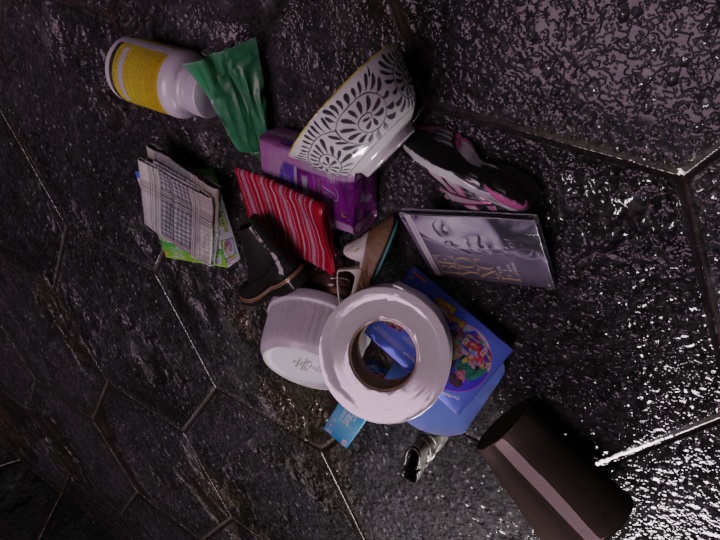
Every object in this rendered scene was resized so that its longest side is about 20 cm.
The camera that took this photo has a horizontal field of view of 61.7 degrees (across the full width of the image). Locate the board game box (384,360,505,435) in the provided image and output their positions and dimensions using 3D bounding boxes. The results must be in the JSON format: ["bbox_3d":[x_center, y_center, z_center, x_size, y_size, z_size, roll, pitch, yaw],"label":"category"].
[{"bbox_3d":[0.139,0.168,0.994,0.157,0.039,0.202,33,99,9],"label":"board game box"}]

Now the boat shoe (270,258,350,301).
[{"bbox_3d":[-0.093,0.029,1.107,0.198,0.070,0.072,-16,70,39],"label":"boat shoe"}]

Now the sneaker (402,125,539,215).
[{"bbox_3d":[0.136,-0.116,0.822,0.199,0.080,0.087,37,145,20],"label":"sneaker"}]

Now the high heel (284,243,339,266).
[{"bbox_3d":[-0.112,-0.022,1.101,0.197,0.068,0.097,9,147,32],"label":"high heel"}]

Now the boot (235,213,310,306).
[{"bbox_3d":[-0.182,-0.020,1.047,0.199,0.078,0.139,-21,112,48],"label":"boot"}]

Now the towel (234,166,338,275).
[{"bbox_3d":[-0.120,-0.080,0.978,0.198,0.022,0.146,26,143,30],"label":"towel"}]

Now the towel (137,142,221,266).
[{"bbox_3d":[-0.351,-0.122,1.164,0.191,0.034,0.202,32,132,17],"label":"towel"}]

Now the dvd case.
[{"bbox_3d":[0.166,-0.031,0.851,0.198,0.016,0.149,8,148,34],"label":"dvd case"}]

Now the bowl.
[{"bbox_3d":[0.008,-0.186,0.787,0.094,0.201,0.200,46,136,-4],"label":"bowl"}]

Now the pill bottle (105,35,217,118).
[{"bbox_3d":[-0.322,-0.320,1.014,0.198,0.111,0.113,22,130,26],"label":"pill bottle"}]

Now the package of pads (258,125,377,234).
[{"bbox_3d":[-0.069,-0.144,0.960,0.198,0.076,0.122,22,134,25],"label":"package of pads"}]

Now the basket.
[{"bbox_3d":[0.292,0.321,0.952,0.200,0.136,0.180,49,141,5],"label":"basket"}]

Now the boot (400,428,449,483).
[{"bbox_3d":[0.124,0.274,1.047,0.067,0.131,0.202,22,130,23],"label":"boot"}]

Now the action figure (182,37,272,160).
[{"bbox_3d":[-0.191,-0.263,0.976,0.116,0.055,0.202,-17,130,1],"label":"action figure"}]

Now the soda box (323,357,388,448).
[{"bbox_3d":[-0.004,0.263,1.183,0.064,0.068,0.201,38,134,10],"label":"soda box"}]

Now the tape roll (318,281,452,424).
[{"bbox_3d":[0.040,0.121,0.908,0.199,0.071,0.206,1,93,12],"label":"tape roll"}]

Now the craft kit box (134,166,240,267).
[{"bbox_3d":[-0.350,-0.112,1.223,0.198,0.048,0.200,9,120,34],"label":"craft kit box"}]

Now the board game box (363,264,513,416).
[{"bbox_3d":[0.120,0.107,0.951,0.199,0.045,0.135,41,99,8],"label":"board game box"}]

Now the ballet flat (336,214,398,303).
[{"bbox_3d":[0.000,0.000,0.970,0.071,0.068,0.203,16,112,-2],"label":"ballet flat"}]

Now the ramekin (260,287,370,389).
[{"bbox_3d":[-0.085,0.130,1.077,0.197,0.106,0.201,13,147,8],"label":"ramekin"}]
